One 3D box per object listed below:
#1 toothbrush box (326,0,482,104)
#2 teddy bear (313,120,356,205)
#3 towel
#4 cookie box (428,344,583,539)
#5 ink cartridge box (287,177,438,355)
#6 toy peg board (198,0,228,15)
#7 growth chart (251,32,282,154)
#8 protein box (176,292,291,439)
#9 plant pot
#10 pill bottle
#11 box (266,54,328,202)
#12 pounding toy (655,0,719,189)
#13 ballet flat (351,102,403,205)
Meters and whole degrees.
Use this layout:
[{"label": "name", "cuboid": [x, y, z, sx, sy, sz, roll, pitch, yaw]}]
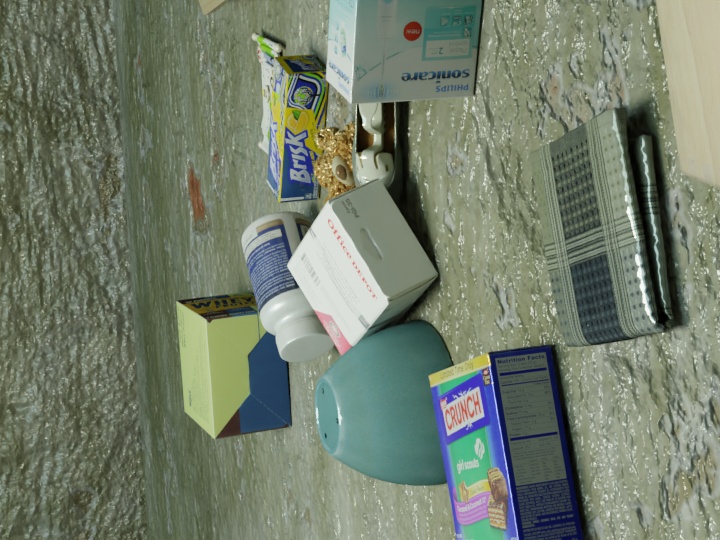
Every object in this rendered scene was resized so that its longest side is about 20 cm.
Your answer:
[{"label": "toothbrush box", "cuboid": [0.047, -0.286, 1.489, 0.085, 0.145, 0.202, -129, 38, -56]}, {"label": "teddy bear", "cuboid": [-0.022, -0.123, 1.844, 0.200, 0.066, 0.146, -165, 68, -70]}, {"label": "towel", "cuboid": [0.217, -0.035, 1.271, 0.192, 0.034, 0.202, 155, 106, -72]}, {"label": "cookie box", "cuboid": [0.146, 0.190, 1.451, 0.171, 0.075, 0.202, 145, 118, -68]}, {"label": "ink cartridge box", "cuboid": [0.000, 0.000, 1.738, 0.147, 0.082, 0.200, 59, 154, 11]}, {"label": "toy peg board", "cuboid": [-0.222, -0.540, 2.279, 0.201, 0.097, 0.200, 70, 162, -7]}, {"label": "growth chart", "cuboid": [-0.137, -0.266, 2.195, 0.145, 0.018, 0.202, -151, 57, -66]}, {"label": "protein box", "cuboid": [-0.213, 0.153, 2.349, 0.200, 0.134, 0.200, -161, 66, -68]}, {"label": "plant pot", "cuboid": [0.021, 0.167, 1.704, 0.200, 0.134, 0.202, 175, 90, -70]}, {"label": "pill bottle", "cuboid": [-0.099, 0.025, 2.032, 0.111, 0.110, 0.201, 115, 144, -55]}, {"label": "box", "cuboid": [-0.092, -0.202, 2.019, 0.070, 0.064, 0.201, -125, 34, -54]}, {"label": "pounding toy", "cuboid": [0.296, -0.157, 0.823, 0.142, 0.199, 0.185, -141, 34, -63]}, {"label": "ballet flat", "cuboid": [0.016, -0.160, 1.712, 0.064, 0.067, 0.202, -30, -57, -67]}]
